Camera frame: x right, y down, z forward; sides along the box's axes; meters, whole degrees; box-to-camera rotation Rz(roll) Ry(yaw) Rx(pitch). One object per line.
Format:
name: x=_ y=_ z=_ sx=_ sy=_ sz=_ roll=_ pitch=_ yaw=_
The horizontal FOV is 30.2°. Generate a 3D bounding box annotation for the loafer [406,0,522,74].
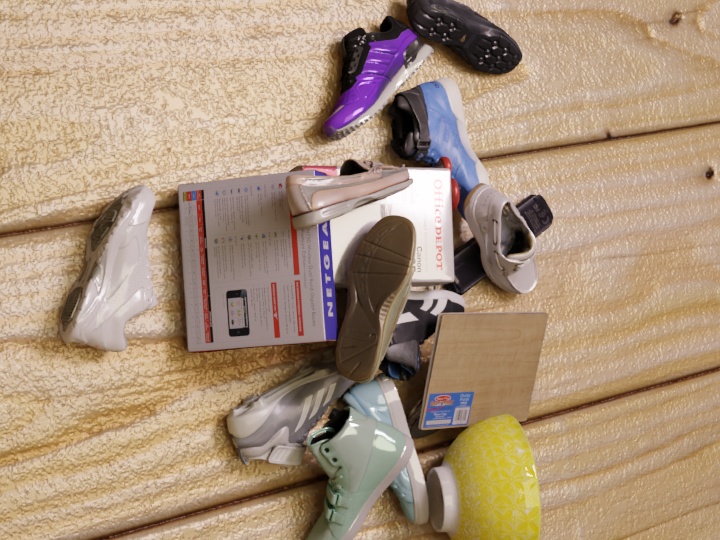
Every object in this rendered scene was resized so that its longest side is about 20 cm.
loafer: x=0.142 y=-0.326 z=1.808 sx=0.199 sy=0.068 sz=0.071 roll=19 pitch=36 yaw=-37

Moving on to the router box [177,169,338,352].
router box: x=-0.123 y=-0.009 z=1.585 sx=0.049 sy=0.177 sz=0.204 roll=7 pitch=79 yaw=-72

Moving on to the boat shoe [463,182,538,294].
boat shoe: x=0.199 y=-0.030 z=1.761 sx=0.071 sy=0.069 sz=0.201 roll=-52 pitch=136 yaw=-16

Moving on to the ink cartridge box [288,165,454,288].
ink cartridge box: x=0.013 y=-0.054 z=1.662 sx=0.197 sy=0.083 sz=0.149 roll=-1 pitch=87 yaw=-18

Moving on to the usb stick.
usb stick: x=0.186 y=-0.036 z=1.825 sx=0.199 sy=0.032 sz=0.056 roll=-36 pitch=100 yaw=-26

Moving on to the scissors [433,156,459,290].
scissors: x=0.103 y=-0.054 z=1.744 sx=0.014 sy=0.074 sz=0.202 roll=-7 pitch=133 yaw=-16

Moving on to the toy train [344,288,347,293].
toy train: x=0.000 y=0.000 z=1.721 sx=0.045 sy=0.034 sz=0.203 roll=-15 pitch=93 yaw=-30

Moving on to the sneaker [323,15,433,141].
sneaker: x=0.001 y=-0.256 z=1.731 sx=0.100 sy=0.069 sz=0.200 roll=47 pitch=62 yaw=-9

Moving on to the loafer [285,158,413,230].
loafer: x=-0.010 y=-0.102 z=1.544 sx=0.199 sy=0.071 sz=0.064 roll=-25 pitch=97 yaw=-47

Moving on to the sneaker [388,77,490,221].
sneaker: x=0.097 y=-0.146 z=1.762 sx=0.110 sy=0.076 sz=0.203 roll=-18 pitch=94 yaw=-29

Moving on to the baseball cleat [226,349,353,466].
baseball cleat: x=-0.070 y=0.176 z=1.657 sx=0.198 sy=0.070 sz=0.108 roll=-23 pitch=103 yaw=-18

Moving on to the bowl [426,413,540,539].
bowl: x=0.144 y=0.287 z=1.692 sx=0.106 sy=0.200 sz=0.204 roll=-3 pitch=87 yaw=-14

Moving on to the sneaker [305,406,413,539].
sneaker: x=-0.037 y=0.257 z=1.634 sx=0.118 sy=0.074 sz=0.202 roll=33 pitch=97 yaw=-19

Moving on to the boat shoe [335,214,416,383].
boat shoe: x=0.021 y=0.035 z=1.594 sx=0.072 sy=0.063 sz=0.204 roll=11 pitch=83 yaw=14

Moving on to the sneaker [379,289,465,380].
sneaker: x=0.067 y=0.085 z=1.702 sx=0.198 sy=0.072 sz=0.114 roll=5 pitch=73 yaw=-48

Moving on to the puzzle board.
puzzle board: x=0.159 y=0.127 z=1.736 sx=0.198 sy=0.017 sz=0.153 roll=1 pitch=105 yaw=-40

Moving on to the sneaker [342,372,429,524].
sneaker: x=0.028 y=0.235 z=1.704 sx=0.081 sy=0.074 sz=0.203 roll=-18 pitch=94 yaw=-7

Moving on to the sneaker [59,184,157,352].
sneaker: x=-0.275 y=0.002 z=1.558 sx=0.099 sy=0.078 sz=0.203 roll=26 pitch=83 yaw=-30

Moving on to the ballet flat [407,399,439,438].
ballet flat: x=0.129 y=0.153 z=1.770 sx=0.199 sy=0.068 sz=0.046 roll=-36 pitch=62 yaw=-24
